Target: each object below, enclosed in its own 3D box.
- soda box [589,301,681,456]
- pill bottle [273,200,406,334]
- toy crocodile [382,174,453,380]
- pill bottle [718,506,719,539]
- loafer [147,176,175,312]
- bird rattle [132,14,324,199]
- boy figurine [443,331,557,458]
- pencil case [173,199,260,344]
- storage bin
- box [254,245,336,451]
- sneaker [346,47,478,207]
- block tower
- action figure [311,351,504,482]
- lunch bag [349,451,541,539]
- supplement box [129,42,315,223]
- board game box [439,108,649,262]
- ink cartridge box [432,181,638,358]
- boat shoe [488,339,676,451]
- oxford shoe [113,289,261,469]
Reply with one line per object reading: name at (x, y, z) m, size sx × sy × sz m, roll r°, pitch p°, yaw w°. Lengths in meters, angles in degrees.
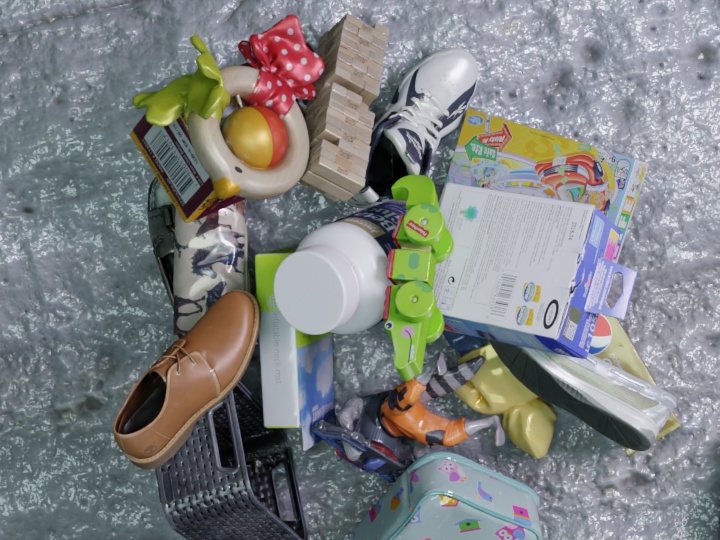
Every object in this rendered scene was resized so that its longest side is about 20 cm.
soda box at (0.251, 0.087, 1.596) m, size 0.064 × 0.068 × 0.200 m, roll -32°, pitch 91°, yaw 8°
pill bottle at (0.000, 0.000, 1.541) m, size 0.111 × 0.200 × 0.112 m, roll 8°, pitch 107°, yaw 28°
toy crocodile at (0.049, 0.004, 1.461) m, size 0.061 × 0.068 × 0.201 m, roll 3°, pitch 72°, yaw 14°
pill bottle at (0.422, 0.268, 1.567) m, size 0.119 × 0.120 × 0.201 m, roll 3°, pitch 95°, yaw 7°
loafer at (-0.182, -0.008, 1.643) m, size 0.072 × 0.063 × 0.201 m, roll -14°, pitch 94°, yaw 8°
bird rattle at (-0.109, -0.145, 1.456) m, size 0.112 × 0.200 × 0.164 m, roll -21°, pitch 85°, yaw 38°
boy figurine at (0.151, 0.099, 1.611) m, size 0.124 × 0.064 × 0.200 m, roll -31°, pitch 92°, yaw 14°
pencil case at (-0.147, -0.014, 1.590) m, size 0.089 × 0.078 × 0.201 m, roll -1°, pitch 80°, yaw 0°
storage bin at (-0.133, 0.208, 1.576) m, size 0.093 × 0.200 × 0.136 m, roll -18°, pitch 63°, yaw 9°
box at (-0.065, 0.078, 1.606) m, size 0.047 × 0.122 × 0.201 m, roll -1°, pitch 94°, yaw 16°
sneaker at (0.057, -0.140, 1.553) m, size 0.199 × 0.130 × 0.080 m, roll -42°, pitch 106°, yaw -2°
block tower at (-0.019, -0.163, 1.531) m, size 0.058 × 0.201 × 0.054 m, roll 27°, pitch 143°, yaw -23°
action figure at (0.058, 0.166, 1.606) m, size 0.193 × 0.105 × 0.200 m, roll -21°, pitch 133°, yaw 35°
lunch bag at (0.086, 0.283, 1.591) m, size 0.160 × 0.077 × 0.200 m, roll 22°, pitch 126°, yaw -19°
supplement box at (-0.112, -0.140, 1.547) m, size 0.111 × 0.200 × 0.086 m, roll 57°, pitch 138°, yaw 7°
board game box at (0.178, -0.073, 1.562) m, size 0.199 × 0.034 × 0.135 m, roll 21°, pitch 98°, yaw 33°
ink cartridge box at (0.162, 0.002, 1.486) m, size 0.199 × 0.076 × 0.137 m, roll 11°, pitch 78°, yaw 35°
boat shoe at (0.215, 0.100, 1.538) m, size 0.202 × 0.075 × 0.065 m, roll 33°, pitch 67°, yaw 16°
oxford shoe at (-0.165, 0.095, 1.486) m, size 0.071 × 0.071 × 0.200 m, roll 25°, pitch 71°, yaw 29°
